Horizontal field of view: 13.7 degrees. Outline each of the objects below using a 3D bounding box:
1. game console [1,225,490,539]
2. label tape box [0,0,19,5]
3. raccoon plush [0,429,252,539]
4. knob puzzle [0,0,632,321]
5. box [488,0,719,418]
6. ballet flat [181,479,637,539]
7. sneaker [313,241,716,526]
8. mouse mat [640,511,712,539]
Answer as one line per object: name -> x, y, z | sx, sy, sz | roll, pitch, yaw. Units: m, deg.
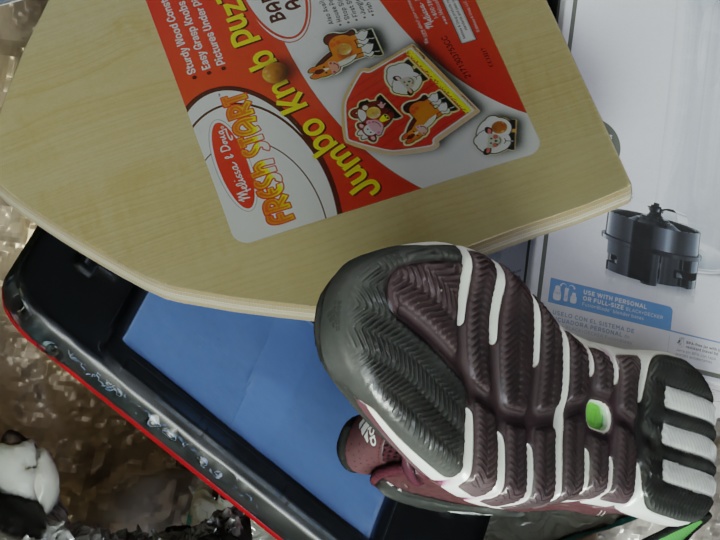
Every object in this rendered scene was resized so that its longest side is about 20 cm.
game console -> 0.000, 0.000, 1.066 | 0.200, 0.172, 0.119 | 39, 121, -10
label tape box -> -0.142, -0.154, 0.942 | 0.200, 0.063, 0.145 | -23, 117, -54
raccoon plush -> -0.103, 0.156, 1.026 | 0.134, 0.097, 0.200 | -1, 76, -10
knob puzzle -> -0.030, -0.057, 1.030 | 0.219, 0.220, 0.030 | -21, 148, -10
box -> 0.104, -0.056, 1.077 | 0.116, 0.060, 0.200 | 15, 75, -22
ballet flat -> 0.024, 0.085, 1.158 | 0.200, 0.072, 0.072 | -15, 115, -14
sneaker -> 0.022, 0.049, 0.978 | 0.200, 0.115, 0.076 | 26, 64, -47
mouse mat -> 0.040, 0.153, 1.133 | 0.161, 0.200, 0.008 | -23, 72, -23
